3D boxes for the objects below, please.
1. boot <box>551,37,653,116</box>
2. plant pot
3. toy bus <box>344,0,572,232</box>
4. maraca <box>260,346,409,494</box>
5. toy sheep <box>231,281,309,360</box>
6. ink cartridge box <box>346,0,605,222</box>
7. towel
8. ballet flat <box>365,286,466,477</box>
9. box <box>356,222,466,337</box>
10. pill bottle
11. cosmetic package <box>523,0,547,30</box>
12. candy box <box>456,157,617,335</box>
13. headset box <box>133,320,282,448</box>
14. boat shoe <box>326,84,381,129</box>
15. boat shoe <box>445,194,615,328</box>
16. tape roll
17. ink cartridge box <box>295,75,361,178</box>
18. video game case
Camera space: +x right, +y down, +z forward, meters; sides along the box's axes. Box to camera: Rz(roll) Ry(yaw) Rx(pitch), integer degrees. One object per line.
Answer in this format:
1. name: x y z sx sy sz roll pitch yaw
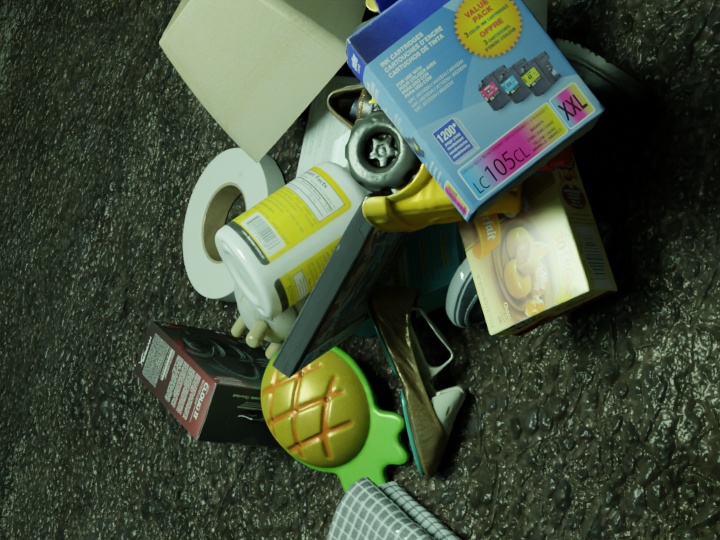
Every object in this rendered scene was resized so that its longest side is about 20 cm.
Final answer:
1. boot: 0.180 -0.139 1.216 0.211 0.079 0.160 33 103 55
2. plant pot: -0.121 -0.291 1.487 0.200 0.176 0.201 -44 21 35
3. toy bus: 0.093 -0.140 1.089 0.189 0.135 0.203 -3 85 23
4. maraca: -0.031 0.162 1.384 0.199 0.107 0.138 40 113 21
5. toy sheep: -0.086 0.025 1.451 0.138 0.138 0.201 -37 20 39
6. ink cartridge box: 0.079 -0.160 1.000 0.136 0.076 0.201 -37 84 -4
7. towel: 0.022 0.338 1.285 0.165 0.085 0.203 31 105 50
8. ballet flat: 0.067 0.109 1.293 0.071 0.068 0.203 -18 86 10
9. box: 0.052 0.004 1.360 0.199 0.049 0.084 -26 61 44
10. pill bottle: -0.048 -0.047 1.349 0.199 0.112 0.111 -34 40 -15
11. cosmetic package: 0.102 -0.241 1.248 0.199 0.050 0.084 -6 81 54
12. candy box: 0.147 -0.054 1.150 0.115 0.055 0.203 -27 71 37
13. headset box: -0.160 0.142 1.507 0.199 0.147 0.078 33 106 50
14. boat shoe: 0.028 -0.161 1.341 0.199 0.072 0.073 13 86 58
15. boat shoe: 0.159 0.003 1.213 0.201 0.070 0.091 -56 50 30
16. tape roll: -0.167 -0.061 1.654 0.201 0.037 0.206 -18 67 47
17. ink cartridge box: 0.019 -0.135 1.456 0.198 0.057 0.165 12 90 31
18. video game case: 0.000 0.000 1.259 0.025 0.180 0.202 34 112 12
